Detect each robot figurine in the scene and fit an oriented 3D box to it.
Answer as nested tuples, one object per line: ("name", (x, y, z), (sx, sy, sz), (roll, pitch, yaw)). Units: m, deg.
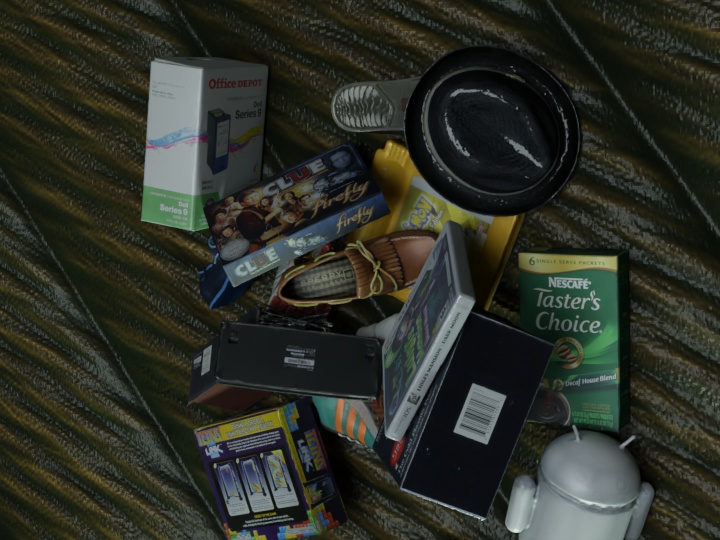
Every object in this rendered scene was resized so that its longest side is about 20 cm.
("robot figurine", (0.243, 0.263, 1.420), (0.113, 0.169, 0.201), (-119, 39, -60))

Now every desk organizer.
("desk organizer", (-0.144, 0.118, 1.635), (0.200, 0.077, 0.072), (-35, 46, 52))

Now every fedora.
("fedora", (0.144, -0.148, 1.384), (0.199, 0.092, 0.202), (0, 99, 3))

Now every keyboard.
("keyboard", (-0.070, 0.098, 1.522), (0.199, 0.040, 0.105), (7, 77, 1))

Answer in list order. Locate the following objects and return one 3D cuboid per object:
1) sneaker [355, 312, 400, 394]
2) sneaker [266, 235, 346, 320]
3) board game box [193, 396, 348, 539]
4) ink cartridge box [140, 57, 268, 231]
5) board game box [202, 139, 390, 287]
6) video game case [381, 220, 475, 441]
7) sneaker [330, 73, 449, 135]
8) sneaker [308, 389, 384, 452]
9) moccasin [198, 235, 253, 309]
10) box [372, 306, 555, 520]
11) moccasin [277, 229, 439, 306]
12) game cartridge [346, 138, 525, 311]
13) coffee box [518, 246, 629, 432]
("sneaker", (0.074, 0.137, 1.523), (0.099, 0.078, 0.201), (-33, 77, 21))
("sneaker", (-0.065, -0.005, 1.591), (0.077, 0.082, 0.201), (13, 126, -17))
("board game box", (-0.119, 0.261, 1.641), (0.200, 0.057, 0.166), (-19, 87, 48))
("ink cartridge box", (-0.193, -0.161, 1.587), (0.087, 0.145, 0.201), (11, 104, 28))
("board game box", (-0.079, -0.070, 1.498), (0.199, 0.136, 0.035), (-25, 126, -2))
("video game case", (0.069, 0.060, 1.388), (0.023, 0.200, 0.182), (22, 112, -10))
("sneaker", (0.066, -0.192, 1.483), (0.199, 0.106, 0.075), (4, 99, -1))
("sneaker", (0.002, 0.181, 1.586), (0.200, 0.071, 0.080), (47, 133, 12))
("moccasin", (-0.165, -0.017, 1.612), (0.200, 0.080, 0.068), (-42, 73, 47))
("box", (0.106, 0.141, 1.395), (0.104, 0.182, 0.201), (21, 92, -9))
("moccasin", (0.000, -0.002, 1.489), (0.200, 0.078, 0.074), (-9, 97, 9))
("game cartridge", (0.081, -0.040, 1.516), (0.199, 0.032, 0.177), (28, 111, 22))
("coffee box", (0.240, 0.075, 1.436), (0.122, 0.044, 0.201), (4, 101, 30))
